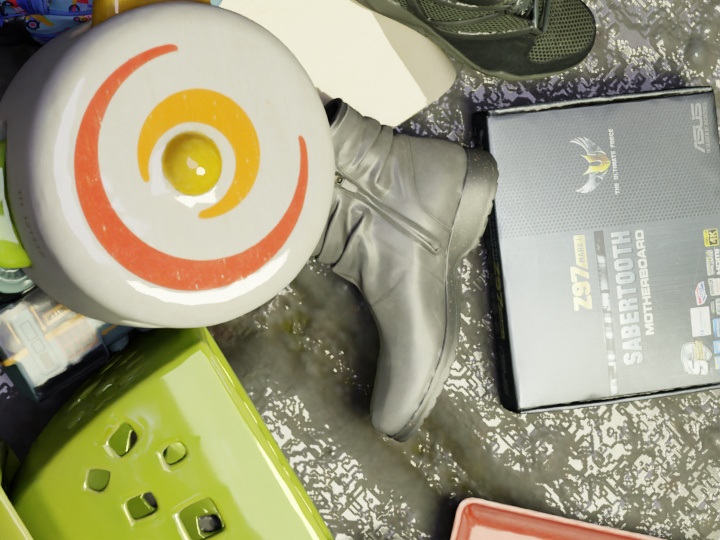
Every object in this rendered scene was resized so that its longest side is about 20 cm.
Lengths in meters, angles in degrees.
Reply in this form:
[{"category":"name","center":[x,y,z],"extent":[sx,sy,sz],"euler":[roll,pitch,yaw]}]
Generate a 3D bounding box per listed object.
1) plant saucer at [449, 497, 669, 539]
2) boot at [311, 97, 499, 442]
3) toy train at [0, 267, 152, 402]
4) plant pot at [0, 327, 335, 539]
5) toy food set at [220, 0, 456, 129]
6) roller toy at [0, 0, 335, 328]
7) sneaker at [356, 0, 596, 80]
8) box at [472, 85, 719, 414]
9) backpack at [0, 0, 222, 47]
[{"category":"plant saucer","center":[0.134,0.264,1.675],"extent":[0.199,0.037,0.201],"euler":[13,89,-11]},{"category":"boot","center":[0.000,0.000,1.612],"extent":[0.131,0.070,0.201],"euler":[14,87,-23]},{"category":"toy train","center":[-0.160,-0.009,1.552],"extent":[0.200,0.085,0.114],"euler":[-33,104,-17]},{"category":"plant pot","center":[-0.125,0.156,1.543],"extent":[0.181,0.200,0.200],"euler":[-31,97,-3]},{"category":"toy food set","center":[-0.052,-0.134,1.624],"extent":[0.200,0.060,0.144],"euler":[-34,109,-8]},{"category":"roller toy","center":[-0.111,-0.061,1.448],"extent":[0.182,0.140,0.201],"euler":[35,78,-18]},{"category":"sneaker","center":[0.093,-0.175,1.596],"extent":[0.199,0.114,0.077],"euler":[23,72,-36]},{"category":"box","center":[0.162,-0.014,1.667],"extent":[0.157,0.051,0.201],"euler":[-6,92,-10]},{"category":"backpack","center":[-0.177,-0.220,1.524],"extent":[0.199,0.135,0.184],"euler":[9,89,11]}]
